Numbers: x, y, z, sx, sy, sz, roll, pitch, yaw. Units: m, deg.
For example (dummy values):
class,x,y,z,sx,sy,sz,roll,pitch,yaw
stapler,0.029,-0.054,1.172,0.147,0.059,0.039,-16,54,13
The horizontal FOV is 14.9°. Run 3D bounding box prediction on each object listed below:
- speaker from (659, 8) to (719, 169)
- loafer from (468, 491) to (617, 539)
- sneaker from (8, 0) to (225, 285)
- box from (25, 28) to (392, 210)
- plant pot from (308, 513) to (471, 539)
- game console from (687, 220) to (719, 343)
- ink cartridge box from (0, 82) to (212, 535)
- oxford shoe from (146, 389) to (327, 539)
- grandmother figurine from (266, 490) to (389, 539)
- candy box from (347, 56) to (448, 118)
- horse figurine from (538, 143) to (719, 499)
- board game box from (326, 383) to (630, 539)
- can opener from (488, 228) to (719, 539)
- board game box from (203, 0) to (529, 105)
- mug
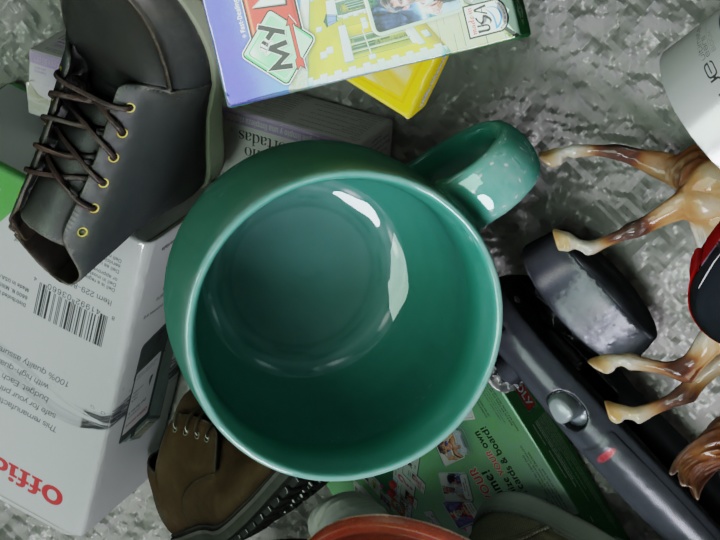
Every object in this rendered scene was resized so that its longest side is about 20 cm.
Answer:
class,x,y,z,sx,sy,sz,roll,pitch,yaw
speaker,0.227,-0.119,1.185,0.200,0.081,0.081,-38,91,28
loafer,0.134,0.181,1.361,0.200,0.070,0.075,21,139,23
sneaker,-0.122,-0.073,1.307,0.075,0.106,0.200,32,155,25
box,-0.080,-0.080,1.422,0.200,0.041,0.039,17,121,21
plant pot,-0.004,0.256,1.332,0.200,0.195,0.201,22,134,25
game console,0.261,-0.010,1.207,0.200,0.031,0.177,20,129,-18
ink cartridge box,-0.173,0.022,1.496,0.146,0.084,0.200,27,123,16
oxford shoe,-0.068,0.098,1.453,0.085,0.073,0.200,59,147,1
grandmother figurine,-0.022,0.189,1.482,0.121,0.061,0.200,28,138,7
candy box,-0.038,-0.162,1.246,0.200,0.026,0.102,32,128,8
horse figurine,0.165,0.002,1.301,0.132,0.050,0.201,-14,95,10
board game box,0.060,0.128,1.447,0.134,0.029,0.200,-27,98,37
can opener,0.129,0.077,1.361,0.079,0.063,0.200,-33,94,44
board game box,-0.015,-0.183,1.185,0.134,0.029,0.201,-13,94,14
mug,-0.004,0.011,1.328,0.184,0.114,0.152,-10,105,-11
